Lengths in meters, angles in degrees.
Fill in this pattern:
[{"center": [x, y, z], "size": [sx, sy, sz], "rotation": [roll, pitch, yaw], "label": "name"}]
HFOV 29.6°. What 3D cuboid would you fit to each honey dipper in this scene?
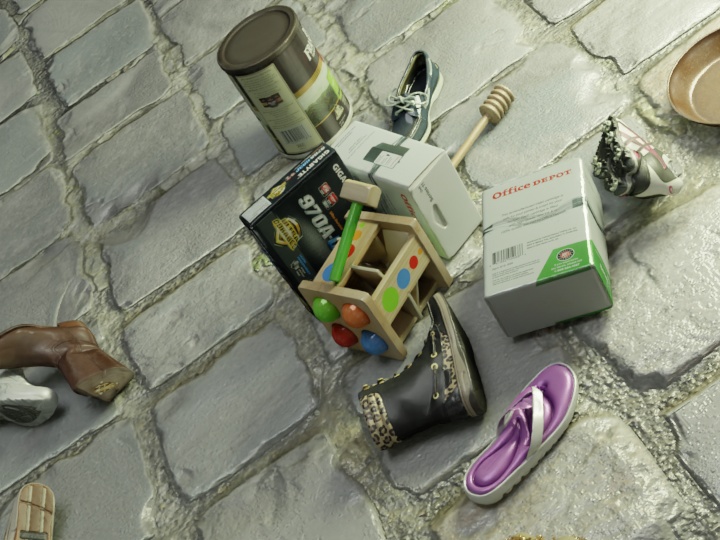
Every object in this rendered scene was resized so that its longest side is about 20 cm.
[{"center": [0.160, -0.189, 2.002], "size": [0.038, 0.038, 0.201], "rotation": [17, 63, 45], "label": "honey dipper"}]

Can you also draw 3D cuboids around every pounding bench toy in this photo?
[{"center": [0.000, 0.000, 1.796], "size": [0.123, 0.201, 0.157], "rotation": [10, 56, 42], "label": "pounding bench toy"}]

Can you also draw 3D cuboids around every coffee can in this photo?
[{"center": [-0.120, -0.301, 2.190], "size": [0.145, 0.201, 0.147], "rotation": [-20, 41, 18], "label": "coffee can"}]

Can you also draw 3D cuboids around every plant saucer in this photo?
[{"center": [0.507, -0.256, 1.811], "size": [0.198, 0.037, 0.202], "rotation": [-20, 41, 18], "label": "plant saucer"}]

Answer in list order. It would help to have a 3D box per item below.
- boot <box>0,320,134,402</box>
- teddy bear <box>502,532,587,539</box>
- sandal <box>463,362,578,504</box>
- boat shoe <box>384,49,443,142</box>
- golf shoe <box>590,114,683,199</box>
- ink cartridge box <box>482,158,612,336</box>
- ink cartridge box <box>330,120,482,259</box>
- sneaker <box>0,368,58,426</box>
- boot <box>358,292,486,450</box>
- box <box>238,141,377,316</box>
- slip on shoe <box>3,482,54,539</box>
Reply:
[{"center": [-0.458, 0.147, 2.053], "size": [0.185, 0.065, 0.200], "rotation": [-17, 33, -27], "label": "boot"}, {"center": [0.176, 0.356, 1.425], "size": [0.143, 0.067, 0.201], "rotation": [-10, 38, 16], "label": "teddy bear"}, {"center": [0.188, 0.183, 1.589], "size": [0.082, 0.050, 0.203], "rotation": [14, 60, 44], "label": "sandal"}, {"center": [0.079, -0.257, 2.109], "size": [0.074, 0.062, 0.202], "rotation": [-1, 51, 33], "label": "boat shoe"}, {"center": [0.358, -0.140, 1.788], "size": [0.087, 0.078, 0.201], "rotation": [13, 25, -8], "label": "golf shoe"}, {"center": [0.235, -0.031, 1.734], "size": [0.145, 0.083, 0.202], "rotation": [-18, 42, 21], "label": "ink cartridge box"}, {"center": [0.058, -0.114, 1.913], "size": [0.083, 0.147, 0.199], "rotation": [-47, 41, -16], "label": "ink cartridge box"}, {"center": [-0.539, 0.183, 2.106], "size": [0.198, 0.078, 0.100], "rotation": [-4, 51, 32], "label": "sneaker"}, {"center": [0.070, 0.128, 1.720], "size": [0.149, 0.073, 0.201], "rotation": [-27, 45, 11], "label": "boot"}, {"center": [-0.054, -0.052, 1.889], "size": [0.159, 0.201, 0.046], "rotation": [-41, 36, -9], "label": "box"}, {"center": [-0.460, 0.390, 1.859], "size": [0.061, 0.075, 0.202], "rotation": [124, 151, -45], "label": "slip on shoe"}]
